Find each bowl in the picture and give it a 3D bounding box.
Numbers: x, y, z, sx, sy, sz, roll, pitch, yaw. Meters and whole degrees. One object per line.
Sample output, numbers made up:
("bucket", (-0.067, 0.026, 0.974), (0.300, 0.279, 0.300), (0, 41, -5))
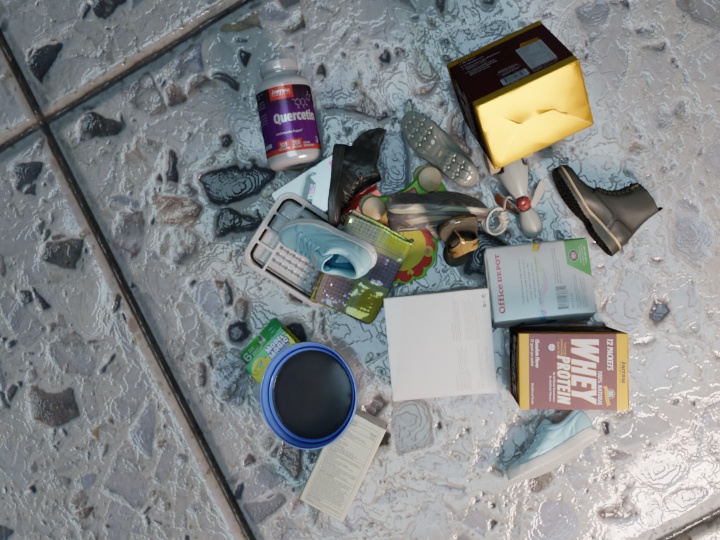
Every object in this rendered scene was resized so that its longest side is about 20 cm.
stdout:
("bowl", (-0.098, 0.240, 1.639), (0.196, 0.039, 0.206), (-1, 86, 14))

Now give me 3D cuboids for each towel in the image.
("towel", (0.000, 0.000, 1.642), (0.142, 0.023, 0.202), (26, 111, -6))

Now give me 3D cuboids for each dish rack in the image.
("dish rack", (-0.112, -0.042, 1.670), (0.198, 0.044, 0.173), (33, 100, -13))

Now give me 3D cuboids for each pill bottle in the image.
("pill bottle", (-0.144, -0.304, 1.665), (0.110, 0.112, 0.205), (-11, 89, 5))

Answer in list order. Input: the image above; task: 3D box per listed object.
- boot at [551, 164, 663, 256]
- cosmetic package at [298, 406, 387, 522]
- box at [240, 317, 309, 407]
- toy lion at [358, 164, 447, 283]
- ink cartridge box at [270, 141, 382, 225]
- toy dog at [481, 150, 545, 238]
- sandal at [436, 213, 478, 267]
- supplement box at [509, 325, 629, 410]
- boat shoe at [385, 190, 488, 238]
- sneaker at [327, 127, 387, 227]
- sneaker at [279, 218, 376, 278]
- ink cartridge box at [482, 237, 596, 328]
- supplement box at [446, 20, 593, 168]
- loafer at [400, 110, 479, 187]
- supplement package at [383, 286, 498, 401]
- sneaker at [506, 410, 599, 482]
("boot", (0.474, -0.150, 1.635), (0.138, 0.077, 0.201), (-38, 100, 0))
("cosmetic package", (-0.033, 0.376, 1.676), (0.102, 0.073, 0.203), (27, 92, 6))
("box", (-0.142, 0.203, 1.700), (0.200, 0.048, 0.118), (44, 94, 5))
("toy lion", (0.095, -0.080, 1.662), (0.197, 0.069, 0.194), (-28, 103, -2))
("ink cartridge box", (-0.054, -0.127, 1.693), (0.198, 0.044, 0.176), (-31, 86, 5))
("toy dog", (0.298, -0.170, 1.650), (0.129, 0.096, 0.205), (1, 105, 2))
("sandal", (0.187, -0.047, 1.591), (0.080, 0.201, 0.055), (-19, 64, -5))
("supplement box", (0.380, 0.176, 1.573), (0.192, 0.200, 0.136), (0, 90, 5))
("boat shoe", (0.142, -0.105, 1.608), (0.195, 0.075, 0.075), (2, 119, -5))
("sneaker", (-0.007, -0.178, 1.630), (0.102, 0.060, 0.204), (5, 74, 0))
("sneaker", (-0.072, -0.038, 1.570), (0.196, 0.082, 0.075), (15, 122, 19))
("ink cartridge box", (0.337, 0.026, 1.622), (0.195, 0.088, 0.149), (-6, 78, 3))
("supplement box", (0.288, -0.325, 1.558), (0.194, 0.201, 0.134), (-24, 126, 5))
("loafer", (0.155, -0.236, 1.663), (0.070, 0.069, 0.201), (-46, 69, 16))
("supplement package", (0.152, 0.137, 1.621), (0.195, 0.147, 0.196), (-5, 89, 5))
("sneaker", (0.362, 0.338, 1.652), (0.198, 0.074, 0.083), (-32, 57, 9))
